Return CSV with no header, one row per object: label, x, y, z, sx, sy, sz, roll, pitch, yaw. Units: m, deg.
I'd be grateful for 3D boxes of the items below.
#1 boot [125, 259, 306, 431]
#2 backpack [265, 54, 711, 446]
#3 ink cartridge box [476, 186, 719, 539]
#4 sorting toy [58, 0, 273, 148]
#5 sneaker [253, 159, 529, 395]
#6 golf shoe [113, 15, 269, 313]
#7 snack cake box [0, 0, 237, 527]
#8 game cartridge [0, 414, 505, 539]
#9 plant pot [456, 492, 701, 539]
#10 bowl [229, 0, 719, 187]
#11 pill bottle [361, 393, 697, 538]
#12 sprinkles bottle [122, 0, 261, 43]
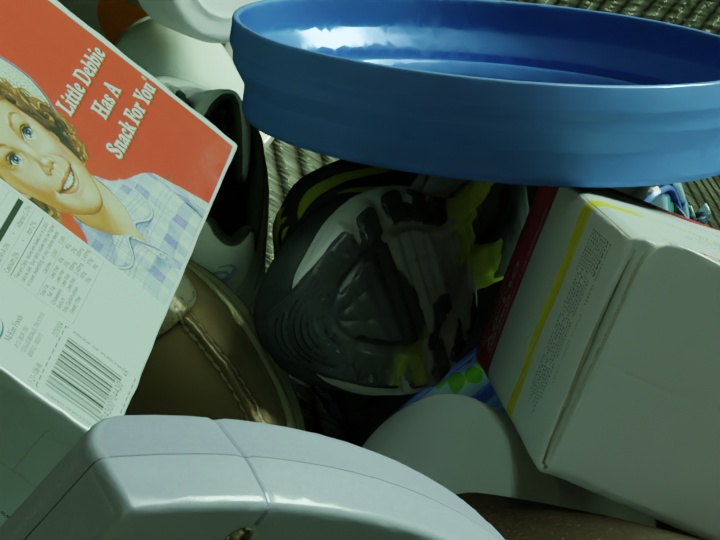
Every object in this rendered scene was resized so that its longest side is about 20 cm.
boot,-0.115,0.011,0.961,0.200,0.073,0.155,51,19,11
backpack,0.075,0.024,1.228,0.147,0.183,0.200,50,6,17
ink cartridge box,0.126,0.037,0.965,0.144,0.084,0.200,22,6,-6
sorting toy,-0.127,-0.122,1.348,0.179,0.107,0.200,31,1,11
sneaker,0.000,0.000,1.060,0.200,0.084,0.075,-34,113,-62
golf shoe,-0.059,-0.045,1.103,0.078,0.097,0.201,12,43,-19
snack cake box,-0.114,-0.009,0.825,0.115,0.067,0.200,37,26,-10
game cartridge,-0.032,0.103,0.734,0.200,0.133,0.041,25,26,-50
plant pot,0.084,0.154,0.854,0.200,0.188,0.187,31,5,38
bowl,0.050,-0.068,1.047,0.199,0.040,0.201,5,13,-1
pill bottle,0.086,0.126,1.040,0.200,0.116,0.116,29,16,-38
sprinkles bottle,-0.108,-0.151,1.181,0.068,0.069,0.200,28,0,-43
